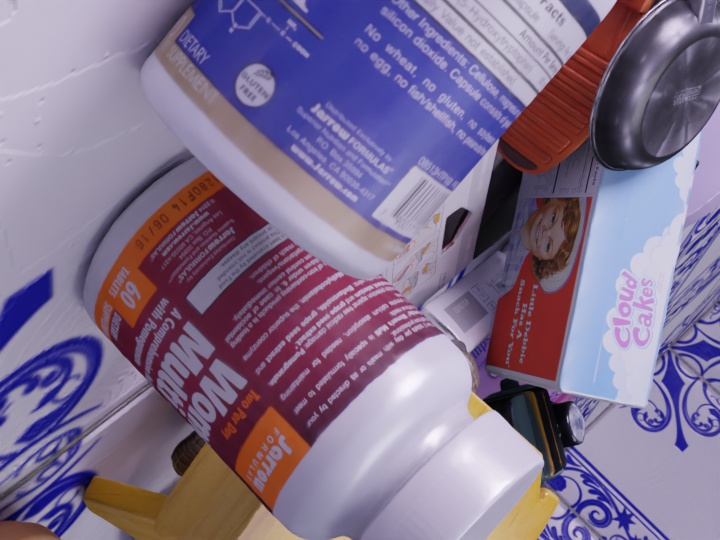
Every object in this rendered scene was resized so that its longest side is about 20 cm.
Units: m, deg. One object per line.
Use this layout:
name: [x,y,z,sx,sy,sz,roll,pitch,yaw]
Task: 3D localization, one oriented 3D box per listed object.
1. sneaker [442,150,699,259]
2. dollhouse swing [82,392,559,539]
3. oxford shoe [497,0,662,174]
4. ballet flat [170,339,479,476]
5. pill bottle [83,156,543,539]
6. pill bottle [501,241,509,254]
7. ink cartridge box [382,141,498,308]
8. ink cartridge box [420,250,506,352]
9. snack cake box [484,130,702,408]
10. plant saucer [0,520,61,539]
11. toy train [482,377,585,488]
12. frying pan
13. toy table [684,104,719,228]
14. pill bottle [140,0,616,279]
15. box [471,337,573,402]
sneaker: [0.151,-0.055,0.979,0.200,0.106,0.075,-41,164,-20]
dollhouse swing: [-0.029,0.126,0.813,0.200,0.175,0.182,42,80,-38]
oxford shoe: [0.143,-0.141,0.822,0.073,0.071,0.201,-35,160,-47]
ballet flat: [-0.021,0.096,0.832,0.198,0.047,0.067,-20,158,8]
pill bottle: [-0.021,0.047,0.609,0.109,0.200,0.110,-41,163,-15]
pill bottle: [0.182,0.013,1.215,0.113,0.113,0.200,-52,164,19]
ink cartridge box: [0.000,0.000,0.837,0.176,0.045,0.200,-42,164,-15]
ink cartridge box: [0.026,0.079,1.002,0.200,0.050,0.161,-46,173,28]
snack cake box: [0.149,-0.021,0.886,0.115,0.067,0.202,-173,-85,-70]
plant saucer: [-0.241,0.200,0.714,0.200,0.037,0.200,-43,164,-16]
toy train: [0.055,0.128,0.962,0.199,0.086,0.114,-15,175,25]
frying pan: [0.192,-0.137,0.777,0.115,0.031,0.191,7,116,-51]
toy table: [0.271,-0.097,1.110,0.200,0.184,0.117,-40,148,10]
pill bottle: [0.025,-0.108,0.501,0.200,0.120,0.120,-49,164,8]
box: [0.207,0.065,1.437,0.176,0.097,0.200,-53,162,24]
